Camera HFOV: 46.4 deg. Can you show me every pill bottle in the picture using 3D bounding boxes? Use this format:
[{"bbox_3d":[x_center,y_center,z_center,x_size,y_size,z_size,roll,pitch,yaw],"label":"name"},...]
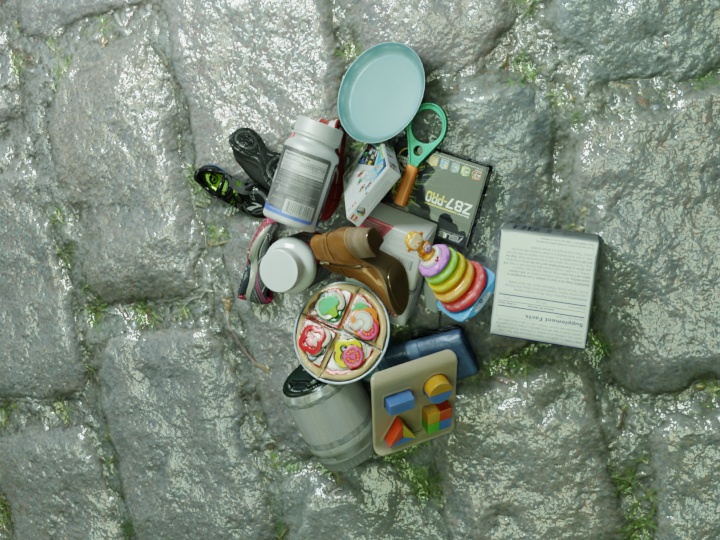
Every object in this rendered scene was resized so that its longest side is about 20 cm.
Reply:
[{"bbox_3d":[-0.107,-0.186,1.617,0.112,0.114,0.204,20,96,14],"label":"pill bottle"},{"bbox_3d":[-0.127,-0.015,1.681,0.108,0.200,0.114,3,101,16],"label":"pill bottle"}]

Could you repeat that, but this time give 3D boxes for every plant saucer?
[{"bbox_3d":[0.043,-0.342,1.628,0.196,0.027,0.205,-8,75,31],"label":"plant saucer"}]

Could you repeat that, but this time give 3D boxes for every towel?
[{"bbox_3d":[0.133,0.181,1.690,0.196,0.049,0.113,-16,121,22],"label":"towel"}]

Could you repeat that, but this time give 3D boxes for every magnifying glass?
[{"bbox_3d":[0.109,-0.222,1.613,0.078,0.022,0.204,24,105,16],"label":"magnifying glass"}]

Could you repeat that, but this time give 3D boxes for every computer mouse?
[{"bbox_3d":[0.157,0.049,1.679,0.107,0.044,0.205,5,101,18],"label":"computer mouse"}]

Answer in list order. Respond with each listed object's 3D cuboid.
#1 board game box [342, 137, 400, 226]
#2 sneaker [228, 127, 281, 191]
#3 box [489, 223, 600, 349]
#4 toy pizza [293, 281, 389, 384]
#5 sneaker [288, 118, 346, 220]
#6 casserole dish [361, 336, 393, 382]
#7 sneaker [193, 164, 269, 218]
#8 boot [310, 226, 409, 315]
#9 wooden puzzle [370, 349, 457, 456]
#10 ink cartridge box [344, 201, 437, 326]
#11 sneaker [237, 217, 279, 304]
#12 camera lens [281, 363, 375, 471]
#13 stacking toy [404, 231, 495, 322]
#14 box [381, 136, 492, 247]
[{"bbox_3d":[0.018,-0.181,1.610,0.034,0.201,0.127,34,112,-19],"label":"board game box"},{"bbox_3d":[-0.193,-0.208,1.732,0.075,0.091,0.200,-35,69,-21],"label":"sneaker"},{"bbox_3d":[0.348,0.026,1.578,0.180,0.105,0.205,8,101,16],"label":"box"},{"bbox_3d":[-0.040,0.117,1.624,0.195,0.032,0.205,-5,72,14],"label":"toy pizza"},{"bbox_3d":[-0.096,-0.209,1.716,0.113,0.078,0.205,10,91,25],"label":"sneaker"},{"bbox_3d":[-0.023,0.163,1.763,0.196,0.039,0.124,21,106,13],"label":"casserole dish"},{"bbox_3d":[-0.267,-0.163,1.766,0.196,0.083,0.072,27,107,12],"label":"sneaker"},{"bbox_3d":[0.000,0.000,1.606,0.152,0.074,0.203,-3,123,41],"label":"boot"},{"bbox_3d":[0.111,0.269,1.646,0.181,0.046,0.204,-15,124,-16],"label":"wooden puzzle"},{"bbox_3d":[0.054,-0.014,1.658,0.144,0.083,0.204,22,122,14],"label":"ink cartridge box"},{"bbox_3d":[-0.201,-0.023,1.774,0.073,0.081,0.203,17,118,-2],"label":"sneaker"},{"bbox_3d":[-0.058,0.283,1.709,0.157,0.161,0.203,-18,111,20],"label":"camera lens"},{"bbox_3d":[0.150,-0.008,1.560,0.200,0.109,0.117,42,85,-31],"label":"stacking toy"},{"bbox_3d":[0.144,-0.155,1.647,0.196,0.049,0.165,21,107,16],"label":"box"}]
